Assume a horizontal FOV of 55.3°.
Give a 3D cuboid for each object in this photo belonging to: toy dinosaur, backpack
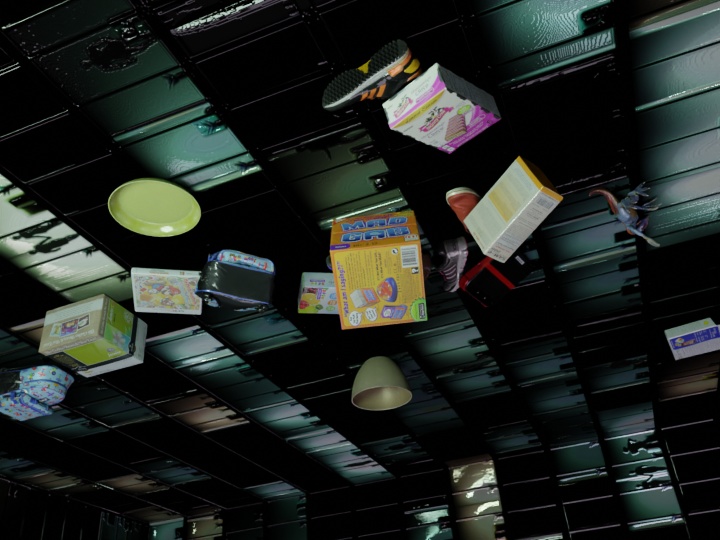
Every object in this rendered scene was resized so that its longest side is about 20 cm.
[{"bbox_3d":[0.659,-0.147,1.684,0.200,0.105,0.182,28,167,17],"label":"toy dinosaur"},{"bbox_3d":[-0.323,0.033,1.739,0.182,0.135,0.200,14,169,-22],"label":"backpack"},{"bbox_3d":[-1.028,0.382,2.190,0.200,0.135,0.183,-12,147,7],"label":"backpack"}]

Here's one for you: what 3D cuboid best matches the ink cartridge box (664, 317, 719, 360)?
[{"bbox_3d":[1.140,0.225,2.305,0.200,0.047,0.198,-21,142,21],"label":"ink cartridge box"}]

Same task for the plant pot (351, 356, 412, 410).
[{"bbox_3d":[0.066,0.367,2.300,0.200,0.135,0.200,-3,148,-2],"label":"plant pot"}]

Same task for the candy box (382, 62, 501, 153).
[{"bbox_3d":[0.159,-0.303,1.316,0.136,0.061,0.200,-31,154,34],"label":"candy box"}]

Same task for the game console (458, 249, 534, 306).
[{"bbox_3d":[0.364,0.012,1.837,0.177,0.031,0.200,-44,143,11],"label":"game console"}]

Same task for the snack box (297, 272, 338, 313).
[{"bbox_3d":[-0.067,0.065,1.899,0.200,0.053,0.142,2,147,-11],"label":"snack box"}]

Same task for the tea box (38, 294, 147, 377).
[{"bbox_3d":[-0.743,0.187,1.926,0.200,0.134,0.197,-15,146,15],"label":"tea box"}]

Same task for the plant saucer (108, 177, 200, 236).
[{"bbox_3d":[-0.461,-0.147,1.548,0.200,0.031,0.200,-3,147,-2],"label":"plant saucer"}]

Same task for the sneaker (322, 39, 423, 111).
[{"bbox_3d":[0.024,-0.339,1.280,0.200,0.070,0.090,-27,138,27],"label":"sneaker"}]

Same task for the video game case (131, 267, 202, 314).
[{"bbox_3d":[-0.520,0.059,1.861,0.182,0.023,0.200,3,146,-13],"label":"video game case"}]

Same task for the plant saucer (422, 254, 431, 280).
[{"bbox_3d":[0.107,0.028,1.810,0.200,0.035,0.200,-25,161,-9],"label":"plant saucer"}]

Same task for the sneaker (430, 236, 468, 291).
[{"bbox_3d":[0.224,-0.016,1.799,0.087,0.074,0.200,0,144,-2],"label":"sneaker"}]

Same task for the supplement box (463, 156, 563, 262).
[{"bbox_3d":[0.337,-0.135,1.533,0.073,0.126,0.200,20,122,-33],"label":"supplement box"}]

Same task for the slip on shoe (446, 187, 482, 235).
[{"bbox_3d":[0.264,-0.133,1.634,0.074,0.061,0.200,-18,143,23],"label":"slip on shoe"}]

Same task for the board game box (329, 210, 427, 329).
[{"bbox_3d":[0.042,-0.005,1.607,0.200,0.200,0.200,-6,114,2],"label":"board game box"}]

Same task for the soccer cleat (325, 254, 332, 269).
[{"bbox_3d":[0.000,0.000,1.797,0.200,0.068,0.073,6,142,-22],"label":"soccer cleat"}]
